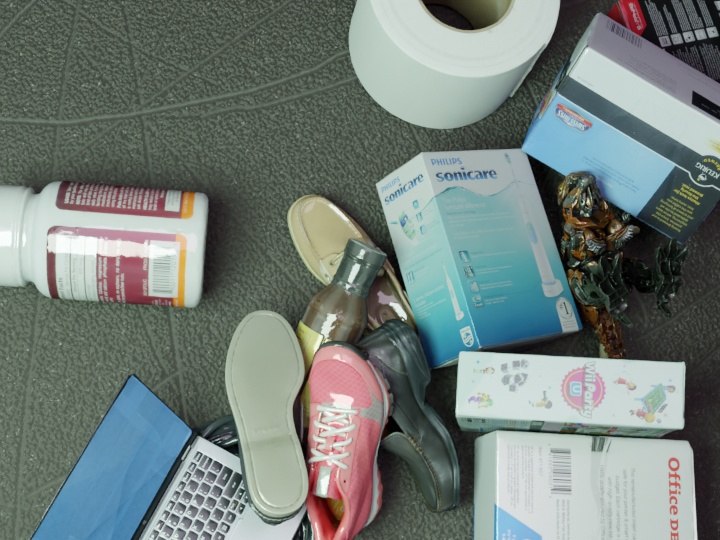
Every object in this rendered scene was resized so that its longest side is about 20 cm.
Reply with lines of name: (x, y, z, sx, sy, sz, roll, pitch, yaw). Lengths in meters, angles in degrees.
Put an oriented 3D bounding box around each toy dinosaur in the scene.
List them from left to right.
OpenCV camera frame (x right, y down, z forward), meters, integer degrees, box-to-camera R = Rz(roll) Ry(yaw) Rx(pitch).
toy dinosaur: (0.250, 0.001, 1.068, 0.102, 0.136, 0.200, -37, 107, -13)

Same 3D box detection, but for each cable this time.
cable: (-0.122, 0.242, 1.015, 0.163, 0.051, 0.200, -13, 75, -17)

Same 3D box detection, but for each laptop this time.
laptop: (-0.160, 0.227, 0.922, 0.200, 0.116, 0.187, 29, 68, -2)

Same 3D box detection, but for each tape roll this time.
tape roll: (0.095, -0.269, 1.133, 0.202, 0.139, 0.203, 2, 74, -8)

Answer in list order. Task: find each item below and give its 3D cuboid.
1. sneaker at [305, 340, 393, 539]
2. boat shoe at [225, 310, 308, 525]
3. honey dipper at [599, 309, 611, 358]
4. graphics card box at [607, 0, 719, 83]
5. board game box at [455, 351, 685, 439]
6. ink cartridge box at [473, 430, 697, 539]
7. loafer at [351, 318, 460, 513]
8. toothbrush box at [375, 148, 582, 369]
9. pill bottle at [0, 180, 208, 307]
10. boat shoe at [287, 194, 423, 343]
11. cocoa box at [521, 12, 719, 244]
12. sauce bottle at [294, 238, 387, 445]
sneaker: (-0.016, 0.163, 0.963, 0.074, 0.087, 0.200, 4, 111, 18)
boat shoe: (-0.086, 0.133, 0.971, 0.073, 0.063, 0.200, -2, 59, -12)
honey dipper: (0.258, 0.074, 1.125, 0.038, 0.038, 0.200, 7, 70, -7)
graphics card box: (0.395, -0.261, 1.224, 0.200, 0.051, 0.126, -14, 78, -11)
board game box: (0.193, 0.121, 1.014, 0.200, 0.148, 0.064, 3, 78, 7)
ink cartridge box: (0.217, 0.237, 1.046, 0.200, 0.084, 0.146, 5, 75, -8)
loafer: (0.038, 0.149, 1.027, 0.072, 0.073, 0.200, -25, 101, -24)
toothbrush box: (0.118, -0.015, 1.071, 0.146, 0.085, 0.200, -8, 77, -37)
pill bottle: (-0.249, -0.026, 1.026, 0.200, 0.114, 0.114, 5, 75, -7)
boat shoe: (0.000, 0.000, 1.084, 0.071, 0.065, 0.200, -36, 84, -16)
cocoa box: (0.290, -0.149, 1.112, 0.200, 0.131, 0.133, 30, 33, 0)
sauce bottle: (-0.032, 0.067, 1.027, 0.065, 0.065, 0.200, 26, 96, -2)
